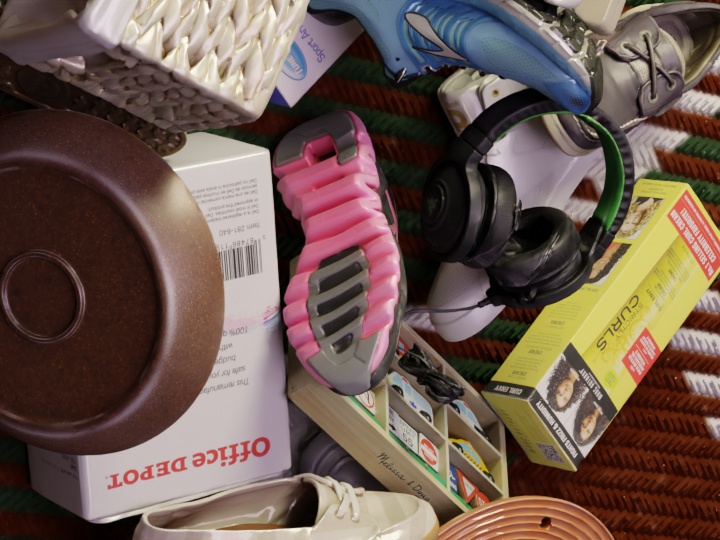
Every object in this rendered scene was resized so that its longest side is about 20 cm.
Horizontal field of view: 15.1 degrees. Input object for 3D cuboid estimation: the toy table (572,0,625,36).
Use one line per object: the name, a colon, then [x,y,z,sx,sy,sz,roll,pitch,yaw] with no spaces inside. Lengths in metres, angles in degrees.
toy table: [0.137,-0.249,1.684,0.183,0.116,0.202,9,98,-61]

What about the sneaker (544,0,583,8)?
sneaker: [0.077,-0.240,1.577,0.082,0.077,0.200,-41,105,8]

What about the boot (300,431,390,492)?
boot: [0.044,0.183,1.743,0.074,0.096,0.200,-44,122,2]

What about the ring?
ring: [0.080,0.229,1.715,0.199,0.019,0.202,-14,121,-25]

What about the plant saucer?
plant saucer: [-0.173,0.012,1.518,0.034,0.199,0.202,-36,124,-64]

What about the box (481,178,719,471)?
box: [0.167,0.035,1.817,0.200,0.050,0.075,-51,123,-24]

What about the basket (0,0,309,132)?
basket: [-0.092,-0.185,1.481,0.123,0.135,0.201,28,76,-26]

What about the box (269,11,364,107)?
box: [-0.033,-0.195,1.655,0.200,0.041,0.119,-49,122,-18]

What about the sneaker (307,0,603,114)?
sneaker: [0.054,-0.144,1.624,0.199,0.078,0.090,30,108,6]

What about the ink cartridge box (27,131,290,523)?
ink cartridge box: [-0.126,0.031,1.611,0.144,0.084,0.202,-12,106,-31]

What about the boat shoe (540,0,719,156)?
boat shoe: [0.180,-0.133,1.753,0.200,0.065,0.072,-33,100,-52]

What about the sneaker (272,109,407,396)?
sneaker: [0.000,0.000,1.650,0.096,0.078,0.201,55,24,-48]

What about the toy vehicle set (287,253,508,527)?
toy vehicle set: [0.025,0.087,1.710,0.026,0.125,0.200,-30,126,24]

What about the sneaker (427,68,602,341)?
sneaker: [0.076,-0.063,1.741,0.116,0.073,0.201,44,65,-31]

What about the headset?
headset: [0.091,-0.014,1.653,0.123,0.094,0.200,33,97,-32]

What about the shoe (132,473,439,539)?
shoe: [-0.043,0.155,1.607,0.198,0.070,0.054,-8,118,-22]

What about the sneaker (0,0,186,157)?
sneaker: [-0.177,-0.148,1.559,0.199,0.067,0.090,30,54,-21]
